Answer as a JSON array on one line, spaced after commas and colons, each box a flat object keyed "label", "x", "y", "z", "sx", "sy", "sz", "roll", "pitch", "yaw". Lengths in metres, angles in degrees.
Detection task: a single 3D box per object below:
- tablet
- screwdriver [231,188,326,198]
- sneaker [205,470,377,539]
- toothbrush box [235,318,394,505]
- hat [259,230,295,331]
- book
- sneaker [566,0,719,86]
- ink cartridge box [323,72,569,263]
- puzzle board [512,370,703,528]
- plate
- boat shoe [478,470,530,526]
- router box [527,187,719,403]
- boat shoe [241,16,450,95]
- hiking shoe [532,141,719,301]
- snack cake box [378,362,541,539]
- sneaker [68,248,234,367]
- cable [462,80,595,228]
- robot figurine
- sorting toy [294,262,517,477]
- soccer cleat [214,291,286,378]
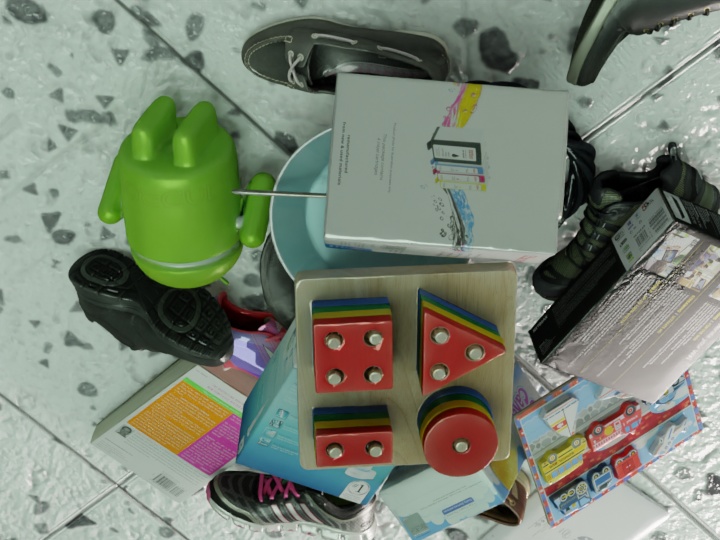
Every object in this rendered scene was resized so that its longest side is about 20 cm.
[{"label": "tablet", "x": 0.236, "y": 0.294, "z": 1.875, "sx": 0.130, "sy": 0.014, "sz": 0.200, "roll": 34, "pitch": 126, "yaw": -14}, {"label": "screwdriver", "x": -0.020, "y": -0.065, "z": 1.546, "sx": 0.200, "sy": 0.028, "sz": 0.029, "roll": -2, "pitch": 83, "yaw": 0}, {"label": "sneaker", "x": -0.071, "y": 0.247, "z": 1.866, "sx": 0.200, "sy": 0.074, "sz": 0.088, "roll": 12, "pitch": 127, "yaw": -6}, {"label": "toothbrush box", "x": -0.017, "y": 0.121, "z": 1.620, "sx": 0.146, "sy": 0.085, "sz": 0.200, "roll": 19, "pitch": 131, "yaw": -14}, {"label": "hat", "x": 0.000, "y": 0.000, "z": 1.658, "sx": 0.200, "sy": 0.081, "sz": 0.201, "roll": 1, "pitch": 112, "yaw": 3}, {"label": "book", "x": -0.188, "y": 0.174, "z": 1.855, "sx": 0.134, "sy": 0.048, "sz": 0.200, "roll": 39, "pitch": 125, "yaw": -21}, {"label": "sneaker", "x": 0.261, "y": -0.226, "z": 1.447, "sx": 0.106, "sy": 0.075, "sz": 0.200, "roll": 26, "pitch": 126, "yaw": -5}, {"label": "ink cartridge box", "x": 0.072, "y": -0.086, "z": 1.460, "sx": 0.200, "sy": 0.147, "sz": 0.145, "roll": 5, "pitch": 87, "yaw": -1}, {"label": "puzzle board", "x": 0.256, "y": 0.156, "z": 1.691, "sx": 0.200, "sy": 0.017, "sz": 0.151, "roll": -31, "pitch": 123, "yaw": -15}, {"label": "plate", "x": 0.014, "y": -0.051, "z": 1.581, "sx": 0.200, "sy": 0.026, "sz": 0.200, "roll": 1, "pitch": 111, "yaw": 3}, {"label": "boat shoe", "x": 0.090, "y": 0.225, "z": 1.817, "sx": 0.200, "sy": 0.072, "sz": 0.072, "roll": 25, "pitch": 127, "yaw": -7}, {"label": "router box", "x": 0.277, "y": 0.028, "z": 1.568, "sx": 0.149, "sy": 0.051, "sz": 0.200, "roll": 21, "pitch": 124, "yaw": -30}, {"label": "boat shoe", "x": -0.017, "y": -0.193, "z": 1.541, "sx": 0.200, "sy": 0.057, "sz": 0.067, "roll": 3, "pitch": 126, "yaw": 9}, {"label": "hiking shoe", "x": 0.236, "y": -0.049, "z": 1.585, "sx": 0.200, "sy": 0.076, "sz": 0.101, "roll": -34, "pitch": 118, "yaw": 20}, {"label": "snack cake box", "x": 0.108, "y": 0.182, "z": 1.697, "sx": 0.115, "sy": 0.200, "sz": 0.067, "roll": -31, "pitch": 100, "yaw": 29}, {"label": "sneaker", "x": -0.214, "y": 0.051, "z": 1.741, "sx": 0.200, "sy": 0.076, "sz": 0.091, "roll": 29, "pitch": 143, "yaw": 23}, {"label": "cable", "x": 0.125, "y": -0.103, "z": 1.582, "sx": 0.200, "sy": 0.051, "sz": 0.163, "roll": 40, "pitch": 124, "yaw": -16}, {"label": "robot figurine", "x": -0.174, "y": -0.069, "z": 1.628, "sx": 0.175, "sy": 0.116, "sz": 0.200, "roll": 8, "pitch": 127, "yaw": 14}, {"label": "sorting toy", "x": 0.043, "y": 0.100, "z": 1.501, "sx": 0.198, "sy": 0.070, "sz": 0.200, "roll": -2, "pitch": 117, "yaw": -4}, {"label": "soccer cleat", "x": -0.079, "y": 0.089, "z": 1.760, "sx": 0.200, "sy": 0.067, "sz": 0.077, "roll": 23, "pitch": 122, "yaw": -2}]
